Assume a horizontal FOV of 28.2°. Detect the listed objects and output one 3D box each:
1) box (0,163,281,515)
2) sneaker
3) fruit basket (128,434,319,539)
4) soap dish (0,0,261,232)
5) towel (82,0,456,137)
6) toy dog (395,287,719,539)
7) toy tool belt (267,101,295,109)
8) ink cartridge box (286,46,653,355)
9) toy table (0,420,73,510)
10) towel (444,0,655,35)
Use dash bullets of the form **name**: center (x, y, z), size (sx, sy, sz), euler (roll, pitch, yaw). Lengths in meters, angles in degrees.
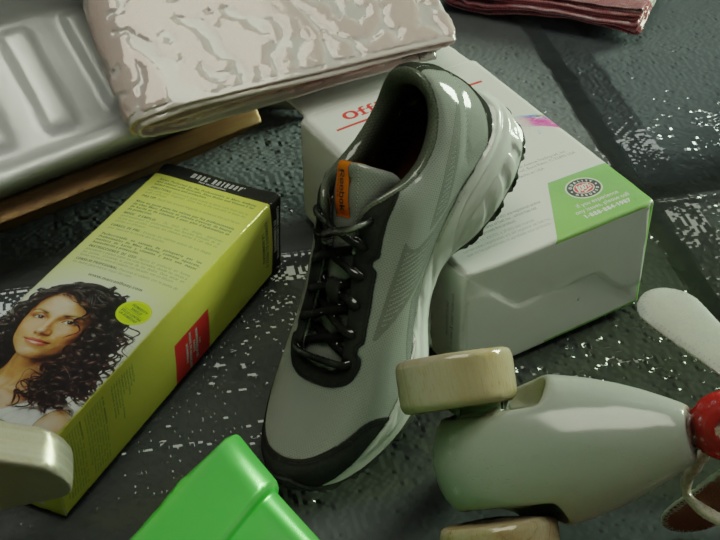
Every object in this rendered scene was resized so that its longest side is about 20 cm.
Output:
- **box**: center (-0.115, 0.024, 0.687), size (0.075, 0.050, 0.200), euler (15, 40, 20)
- **sneaker**: center (0.000, 0.000, 0.637), size (0.074, 0.079, 0.202), euler (17, 81, 40)
- **fruit basket**: center (-0.098, 0.144, 0.407), size (0.214, 0.217, 0.156), euler (19, 41, 23)
- **soap dish**: center (-0.176, -0.107, 0.788), size (0.199, 0.081, 0.158), euler (-24, 76, -29)
- **towel**: center (-0.068, -0.181, 0.787), size (0.189, 0.032, 0.201), euler (-15, 69, -19)
- **toy dog**: center (0.111, 0.071, 0.594), size (0.198, 0.133, 0.096), euler (10, 0, 6)
- **toy tool belt**: center (-0.077, -0.171, 0.906), size (0.198, 0.126, 0.123), euler (17, 13, 19)
- **ink cartridge box**: center (0.045, -0.043, 0.759), size (0.116, 0.068, 0.200), euler (-20, 43, -23)
- **toy table**: center (-0.215, 0.072, 0.537), size (0.182, 0.117, 0.202), euler (-4, 55, 16)
- **towel**: center (0.157, -0.229, 1.038), size (0.143, 0.023, 0.200), euler (12, 38, 19)
